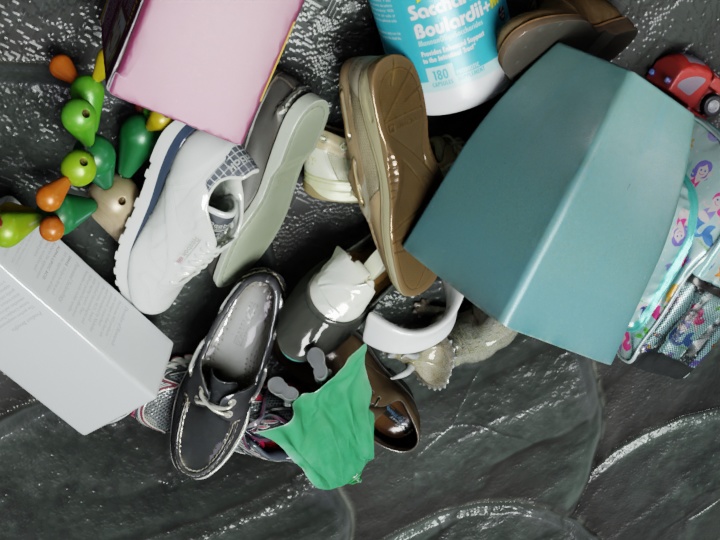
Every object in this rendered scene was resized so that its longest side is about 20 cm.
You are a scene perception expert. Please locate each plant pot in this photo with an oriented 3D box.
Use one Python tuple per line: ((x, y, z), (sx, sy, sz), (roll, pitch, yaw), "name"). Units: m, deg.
((0.160, -0.061, 0.787), (0.140, 0.141, 0.203), (19, 102, -39), "plant pot")

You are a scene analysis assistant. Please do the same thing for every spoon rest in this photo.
((0.082, 0.007, 0.917), (0.200, 0.060, 0.100), (-45, 161, -33), "spoon rest")

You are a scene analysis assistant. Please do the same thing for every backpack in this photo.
((0.267, -0.034, 0.876), (0.149, 0.179, 0.201), (23, 116, -28), "backpack")

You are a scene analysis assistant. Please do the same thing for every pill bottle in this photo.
((0.056, -0.238, 0.809), (0.109, 0.111, 0.203), (-24, 119, -4), "pill bottle")

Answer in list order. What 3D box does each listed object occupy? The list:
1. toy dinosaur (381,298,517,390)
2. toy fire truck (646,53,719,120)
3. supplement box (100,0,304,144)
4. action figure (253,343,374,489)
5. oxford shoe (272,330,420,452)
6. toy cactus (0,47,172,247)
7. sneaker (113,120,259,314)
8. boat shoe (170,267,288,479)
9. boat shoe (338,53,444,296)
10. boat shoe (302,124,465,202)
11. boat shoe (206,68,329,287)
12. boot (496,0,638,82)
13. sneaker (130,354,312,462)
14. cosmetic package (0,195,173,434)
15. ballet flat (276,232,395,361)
((0.112, 0.057, 0.973), (0.197, 0.103, 0.078), (-22, 120, -4), "toy dinosaur")
((0.242, -0.129, 0.953), (0.139, 0.049, 0.202), (25, 106, -26), "toy fire truck")
((-0.119, -0.197, 0.725), (0.102, 0.201, 0.133), (20, 110, -24), "supplement box")
((-0.028, 0.146, 0.901), (0.117, 0.055, 0.201), (-33, 144, -11), "action figure")
((-0.007, 0.111, 0.974), (0.199, 0.085, 0.073), (37, 103, -26), "oxford shoe")
((-0.218, -0.079, 0.807), (0.202, 0.101, 0.166), (-58, 160, -24), "toy cactus")
((-0.147, -0.030, 0.839), (0.080, 0.076, 0.202), (34, 128, 11), "sneaker")
((-0.118, 0.094, 0.890), (0.073, 0.060, 0.203), (27, 90, -3), "boat shoe")
((0.026, -0.079, 0.838), (0.070, 0.064, 0.204), (-21, 112, -36), "boat shoe")
((0.046, -0.099, 0.898), (0.196, 0.073, 0.064), (1, 113, -6), "boat shoe")
((-0.094, -0.078, 0.872), (0.060, 0.071, 0.203), (38, 119, 16), "boat shoe")
((0.158, -0.205, 0.833), (0.074, 0.076, 0.199), (-43, 167, 36), "boot")
((-0.121, 0.136, 0.957), (0.196, 0.075, 0.082), (10, 112, -20), "sneaker")
((-0.266, 0.043, 0.853), (0.100, 0.075, 0.200), (-25, 125, 27), "cosmetic package")
((0.000, 0.000, 0.888), (0.200, 0.068, 0.069), (-43, 171, -34), "ballet flat")
